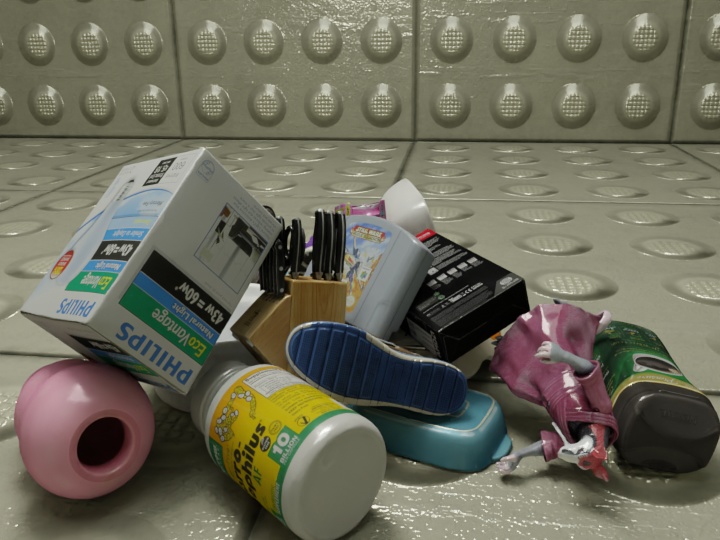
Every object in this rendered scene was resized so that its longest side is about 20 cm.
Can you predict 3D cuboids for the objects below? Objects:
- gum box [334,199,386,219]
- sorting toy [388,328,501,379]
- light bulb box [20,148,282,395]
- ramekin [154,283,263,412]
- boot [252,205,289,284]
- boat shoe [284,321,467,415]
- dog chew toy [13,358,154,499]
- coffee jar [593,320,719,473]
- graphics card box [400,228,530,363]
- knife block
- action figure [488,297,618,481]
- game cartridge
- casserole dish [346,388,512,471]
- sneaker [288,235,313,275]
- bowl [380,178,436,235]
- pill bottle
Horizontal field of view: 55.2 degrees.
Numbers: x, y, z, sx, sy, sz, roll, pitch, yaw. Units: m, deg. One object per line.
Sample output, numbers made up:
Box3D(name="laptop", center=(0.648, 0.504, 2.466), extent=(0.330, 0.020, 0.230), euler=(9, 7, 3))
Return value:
Box3D(name="gum box", center=(0.001, -0.044, 1.045), extent=(0.065, 0.116, 0.200), euler=(-5, 4, -5))
Box3D(name="sorting toy", center=(0.083, 0.085, 0.869), extent=(0.195, 0.109, 0.180), euler=(3, 21, 11))
Box3D(name="light bulb box", center=(-0.218, 0.000, 0.718), extent=(0.196, 0.125, 0.202), euler=(0, 55, 47))
Box3D(name="ramekin", center=(-0.172, 0.094, 0.863), extent=(0.196, 0.100, 0.201), euler=(0, 19, 0))
Box3D(name="boot", center=(-0.162, -0.026, 1.142), extent=(0.172, 0.069, 0.202), euler=(3, 54, 49))
Box3D(name="boat shoe", center=(0.010, 0.106, 0.721), extent=(0.197, 0.074, 0.072), euler=(22, -7, -14))
Box3D(name="dog chew toy", center=(-0.289, 0.146, 0.695), extent=(0.123, 0.127, 0.198), euler=(-15, 16, -37))
Box3D(name="coffee jar", center=(0.304, 0.132, 0.750), extent=(0.102, 0.087, 0.200), euler=(11, 19, 1))
Box3D(name="graphics card box", center=(0.092, 0.023, 0.826), extent=(0.124, 0.052, 0.199), euler=(-29, 30, -18))
Box3D(name="knife block", center=(-0.049, 0.041, 0.769), extent=(0.176, 0.201, 0.064), euler=(-46, 25, -18))
Box3D(name="action figure", center=(0.211, 0.132, 0.702), extent=(0.146, 0.136, 0.202), euler=(11, 33, -22))
Box3D(name="game cartridge", center=(0.000, 0.000, 0.837), extent=(0.041, 0.135, 0.199), euler=(27, -5, -35))
Box3D(name="casserole dish", center=(0.070, 0.159, 0.761), extent=(0.196, 0.040, 0.121), euler=(10, 22, 27))
Box3D(name="sneaker", center=(-0.075, -0.020, 1.095), extent=(0.079, 0.085, 0.200), euler=(0, -11, -5))
Box3D(name="bowl", center=(0.085, -0.033, 1.100), extent=(0.073, 0.203, 0.200), euler=(-21, 19, 2))
Box3D(name="pill bottle", center=(-0.078, 0.157, 0.653), extent=(0.111, 0.115, 0.198), euler=(-16, 25, -38))
